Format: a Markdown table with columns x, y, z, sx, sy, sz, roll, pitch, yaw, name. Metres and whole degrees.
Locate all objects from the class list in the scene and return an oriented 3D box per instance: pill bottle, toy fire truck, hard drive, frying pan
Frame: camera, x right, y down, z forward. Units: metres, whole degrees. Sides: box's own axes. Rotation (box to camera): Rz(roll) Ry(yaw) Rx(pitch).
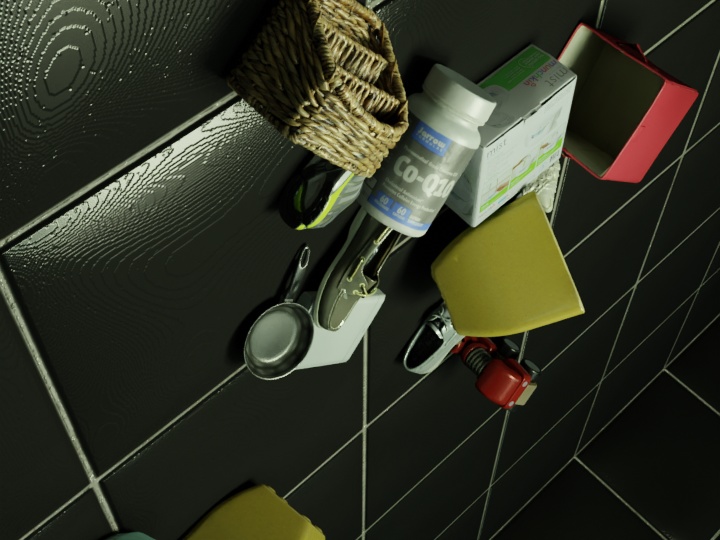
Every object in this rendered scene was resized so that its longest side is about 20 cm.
| x | y | z | sx | sy | sz | roll | pitch | yaw | name |
| --- | --- | --- | --- | --- | --- | --- | --- | --- | --- |
| 0.085 | -0.156 | 1.386 | 0.113 | 0.114 | 0.202 | -2 | 127 | -57 | pill bottle |
| 0.227 | 0.157 | 1.995 | 0.198 | 0.176 | 0.130 | 13 | 117 | -46 | toy fire truck |
| -0.051 | 0.088 | 1.602 | 0.199 | 0.027 | 0.133 | -1 | 126 | -57 | hard drive |
| -0.116 | 0.062 | 1.454 | 0.114 | 0.031 | 0.193 | -21 | 123 | -30 | frying pan |

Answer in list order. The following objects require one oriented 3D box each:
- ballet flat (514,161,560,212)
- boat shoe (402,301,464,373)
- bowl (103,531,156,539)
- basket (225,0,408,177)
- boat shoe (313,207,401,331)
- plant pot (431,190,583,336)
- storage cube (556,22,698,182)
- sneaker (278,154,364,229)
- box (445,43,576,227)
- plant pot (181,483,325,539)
| x | y | z | sx | sy | sz | roll | pitch | yaw | name |
| --- | --- | --- | --- | --- | --- | --- | --- | --- | --- |
| 0.292 | -0.104 | 1.849 | 0.201 | 0.072 | 0.072 | -50 | 155 | -1 | ballet flat |
| 0.145 | 0.104 | 1.890 | 0.202 | 0.070 | 0.071 | -55 | 157 | 17 | boat shoe |
| -0.344 | 0.457 | 1.542 | 0.200 | 0.105 | 0.202 | -37 | 152 | -23 | bowl |
| -0.016 | -0.200 | 1.130 | 0.150 | 0.143 | 0.199 | -53 | 155 | 11 | basket |
| -0.001 | 0.000 | 1.493 | 0.072 | 0.060 | 0.204 | 10 | 109 | -62 | boat shoe |
| 0.223 | 0.007 | 1.696 | 0.197 | 0.197 | 0.195 | -23 | 178 | 10 | plant pot |
| 0.395 | -0.259 | 1.679 | 0.179 | 0.171 | 0.202 | -3 | 129 | -57 | storage cube |
| -0.018 | -0.131 | 1.320 | 0.200 | 0.074 | 0.081 | -46 | 162 | 11 | sneaker |
| 0.208 | -0.194 | 1.553 | 0.199 | 0.097 | 0.178 | -38 | 152 | -22 | box |
| -0.167 | 0.474 | 1.765 | 0.201 | 0.194 | 0.195 | -50 | 155 | -12 | plant pot |
